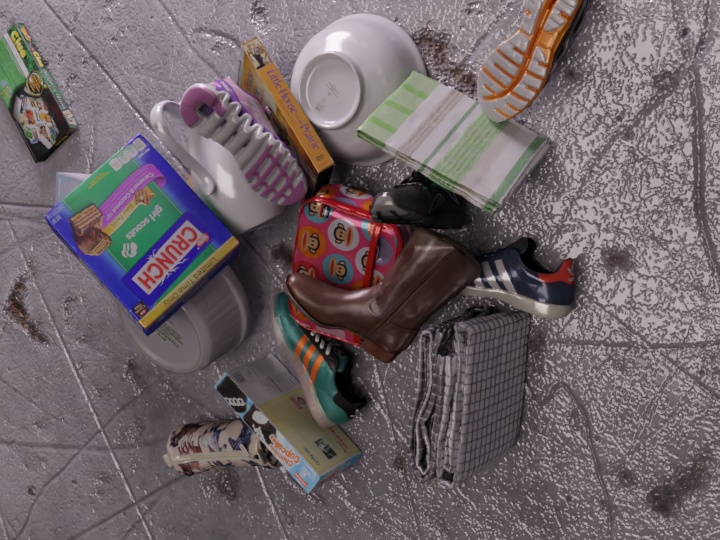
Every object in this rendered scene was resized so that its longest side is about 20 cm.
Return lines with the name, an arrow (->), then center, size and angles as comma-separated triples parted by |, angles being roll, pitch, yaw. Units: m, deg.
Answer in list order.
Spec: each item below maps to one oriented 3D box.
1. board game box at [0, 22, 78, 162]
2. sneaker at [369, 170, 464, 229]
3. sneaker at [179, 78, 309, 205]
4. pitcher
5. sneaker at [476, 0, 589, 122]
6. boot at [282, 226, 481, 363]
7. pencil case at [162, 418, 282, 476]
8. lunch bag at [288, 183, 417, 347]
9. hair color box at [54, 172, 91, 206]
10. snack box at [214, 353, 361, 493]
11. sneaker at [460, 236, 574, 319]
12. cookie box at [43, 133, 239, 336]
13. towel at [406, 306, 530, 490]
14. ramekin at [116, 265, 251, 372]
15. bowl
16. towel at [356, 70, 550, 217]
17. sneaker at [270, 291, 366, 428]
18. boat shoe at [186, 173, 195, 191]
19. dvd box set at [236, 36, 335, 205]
board game box -> -0.538, -0.289, 1.666 | 0.104, 0.023, 0.201 | -33, 81, 32
sneaker -> 0.068, -0.092, 1.239 | 0.075, 0.199, 0.080 | 4, 92, 25
sneaker -> -0.136, -0.175, 1.324 | 0.200, 0.089, 0.080 | 45, 123, -10
pitcher -> -0.193, -0.146, 1.380 | 0.120, 0.171, 0.202 | -23, 96, 35
sneaker -> 0.209, -0.260, 1.199 | 0.078, 0.077, 0.201 | 42, 119, 18
boot -> 0.026, 0.003, 1.246 | 0.185, 0.065, 0.200 | 31, 128, -13
pencil case -> -0.196, 0.260, 1.516 | 0.198, 0.089, 0.079 | -12, 93, 32
lunch bag -> 0.000, 0.000, 1.345 | 0.174, 0.082, 0.202 | 19, 121, 16
hair color box -> -0.366, -0.102, 1.511 | 0.199, 0.098, 0.061 | 17, 103, 50
snack box -> -0.100, 0.210, 1.434 | 0.200, 0.116, 0.037 | 46, 117, 17
sneaker -> 0.172, -0.006, 1.268 | 0.198, 0.075, 0.086 | 15, 101, 21
cookie box -> -0.286, -0.046, 1.359 | 0.171, 0.075, 0.200 | -43, 88, -13
towel -> 0.129, 0.147, 1.261 | 0.085, 0.165, 0.203 | 10, 103, 34
ramekin -> -0.262, 0.056, 1.475 | 0.200, 0.094, 0.204 | 19, 132, 23
bowl -> -0.019, -0.233, 1.328 | 0.199, 0.090, 0.204 | 5, 100, 30
towel -> 0.112, -0.154, 1.229 | 0.199, 0.149, 0.031 | 31, 141, 15
sneaker -> -0.054, 0.114, 1.423 | 0.079, 0.071, 0.202 | -25, 90, 26
boat shoe -> -0.263, -0.089, 1.510 | 0.065, 0.072, 0.201 | 39, 121, 18
dvd box set -> -0.103, -0.192, 1.368 | 0.201, 0.029, 0.146 | 59, 164, 9
